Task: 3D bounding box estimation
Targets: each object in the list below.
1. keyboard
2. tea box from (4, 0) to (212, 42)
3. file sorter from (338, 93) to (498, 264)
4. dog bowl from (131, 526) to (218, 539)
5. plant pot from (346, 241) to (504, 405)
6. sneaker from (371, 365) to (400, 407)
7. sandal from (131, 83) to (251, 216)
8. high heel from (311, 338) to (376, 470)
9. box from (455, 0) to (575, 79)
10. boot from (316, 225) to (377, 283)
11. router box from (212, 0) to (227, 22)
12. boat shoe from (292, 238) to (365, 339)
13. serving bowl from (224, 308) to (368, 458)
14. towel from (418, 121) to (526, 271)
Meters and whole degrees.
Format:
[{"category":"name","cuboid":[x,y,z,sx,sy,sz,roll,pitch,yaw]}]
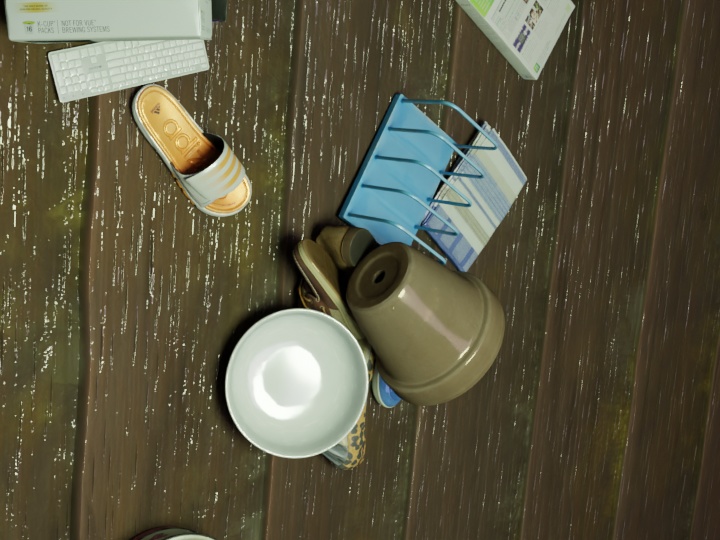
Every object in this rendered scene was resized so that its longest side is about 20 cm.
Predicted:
[{"category":"keyboard","cuboid":[-0.272,-0.249,1.165,0.197,0.011,0.057,-21,113,-33]},{"category":"tea box","cuboid":[-0.260,-0.340,1.017,0.195,0.134,0.201,-1,102,-3]},{"category":"file sorter","cuboid":[0.089,-0.127,1.401,0.138,0.122,0.203,33,78,-37]},{"category":"dog bowl","cuboid":[-0.260,0.433,1.295,0.197,0.073,0.205,-9,106,-36]},{"category":"plant pot","cuboid":[0.071,0.055,1.336,0.174,0.199,0.202,43,74,-35]},{"category":"sneaker","cuboid":[0.096,0.122,1.476,0.076,0.110,0.203,33,80,-38]},{"category":"sandal","cuboid":[-0.203,-0.141,1.212,0.080,0.059,0.207,-52,126,-16]},{"category":"high heel","cuboid":[-0.004,0.192,1.453,0.143,0.071,0.202,44,71,-47]},{"category":"box","cuboid":[0.243,-0.415,1.515,0.199,0.036,0.146,38,77,-39]},{"category":"boot","cuboid":[0.000,0.000,1.408,0.074,0.074,0.201,-58,143,-23]},{"category":"router box","cuboid":[-0.222,-0.402,1.141,0.147,0.051,0.205,-1,101,-40]},{"category":"boat shoe","cuboid":[-0.055,0.039,1.360,0.071,0.073,0.201,-23,138,9]},{"category":"serving bowl","cuboid":[-0.091,0.150,1.344,0.196,0.066,0.205,-1,95,-14]},{"category":"towel","cuboid":[0.179,-0.114,1.543,0.147,0.024,0.202,44,75,-38]}]
